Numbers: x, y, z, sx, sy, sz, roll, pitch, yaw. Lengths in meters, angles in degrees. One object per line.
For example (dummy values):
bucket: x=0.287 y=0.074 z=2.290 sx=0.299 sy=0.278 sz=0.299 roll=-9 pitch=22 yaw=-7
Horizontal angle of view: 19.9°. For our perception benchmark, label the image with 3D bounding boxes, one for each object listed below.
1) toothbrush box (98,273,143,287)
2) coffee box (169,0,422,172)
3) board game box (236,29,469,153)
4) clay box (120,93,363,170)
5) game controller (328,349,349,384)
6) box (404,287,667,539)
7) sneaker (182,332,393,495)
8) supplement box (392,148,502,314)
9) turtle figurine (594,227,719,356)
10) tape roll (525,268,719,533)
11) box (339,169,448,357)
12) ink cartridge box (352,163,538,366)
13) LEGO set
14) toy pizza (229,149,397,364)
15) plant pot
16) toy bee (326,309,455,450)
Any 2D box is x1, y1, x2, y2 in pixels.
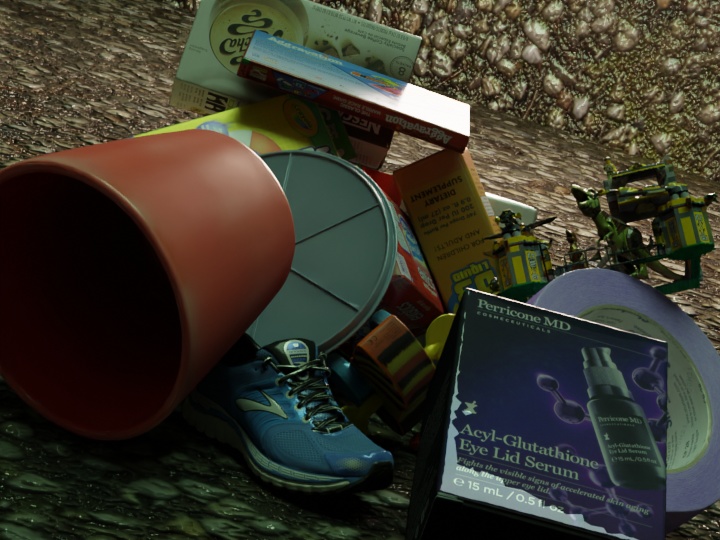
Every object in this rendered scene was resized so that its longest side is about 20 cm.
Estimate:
toothbrush box: x=-0.277 y=0.004 z=1.583 sx=0.145 sy=0.086 sz=0.200 roll=8 pitch=16 yaw=-30
coffee box: x=-0.057 y=-0.176 z=1.825 sx=0.200 sy=0.113 sz=0.080 roll=19 pitch=-16 yaw=-4
board game box: x=-0.003 y=-0.153 z=1.738 sx=0.200 sy=0.019 sz=0.103 roll=19 pitch=21 yaw=-4
clay box: x=-0.091 y=-0.079 z=1.716 sx=0.200 sy=0.115 sz=0.048 roll=-18 pitch=-18 yaw=-17
game controller: x=-0.090 y=0.067 z=1.638 sx=0.104 sy=0.042 sz=0.200 roll=23 pitch=15 yaw=28
box: x=0.113 y=0.126 z=1.317 sx=0.148 sy=0.104 sz=0.200 roll=14 pitch=40 yaw=-4
sneaker: x=-0.050 y=0.097 z=1.445 sx=0.078 sy=0.089 sz=0.200 roll=1 pitch=19 yaw=-45
supplement box: x=0.096 y=-0.005 z=1.755 sx=0.066 sy=0.200 sz=0.069 roll=-23 pitch=0 yaw=9
turtle figurine: x=0.197 y=0.073 z=1.664 sx=0.194 sy=0.200 sz=0.144 roll=-30 pitch=76 yaw=-42
tape roll: x=0.187 y=0.100 z=1.513 sx=0.200 sy=0.066 sz=0.201 roll=20 pitch=51 yaw=-26
box: x=0.000 y=0.000 z=1.699 sx=0.095 sy=0.100 sz=0.200 roll=-23 pitch=-16 yaw=9
ink cartridge box: x=0.042 y=-0.003 z=1.816 sx=0.199 sy=0.163 sz=0.050 roll=15 pitch=0 yaw=-4
LEGO set: x=0.184 y=-0.041 z=1.612 sx=0.199 sy=0.116 sz=0.154 roll=-16 pitch=-18 yaw=14
toy pizza: x=-0.066 y=-0.004 z=1.578 sx=0.200 sy=0.200 sz=0.032 roll=22 pitch=-22 yaw=27
plant pot: x=-0.150 y=-0.007 z=1.432 sx=0.200 sy=0.201 sz=0.177 roll=21 pitch=30 yaw=23
toy bee: x=0.031 y=0.084 z=1.555 sx=0.109 sy=0.131 sz=0.200 roll=48 pitch=9 yaw=-4
